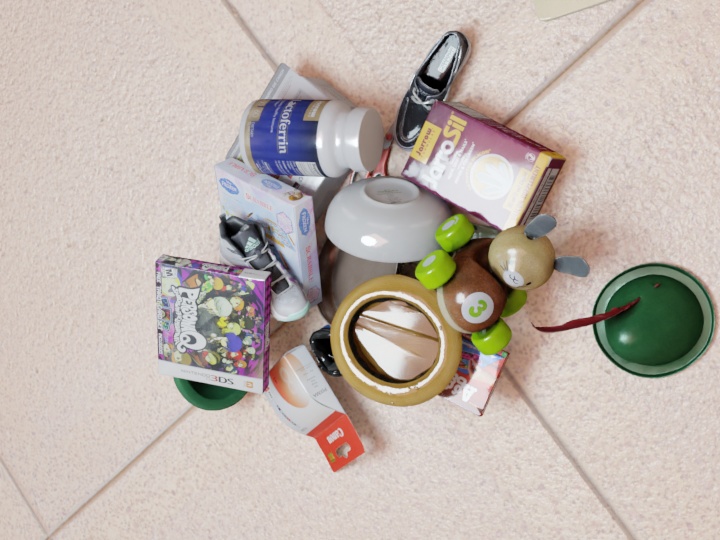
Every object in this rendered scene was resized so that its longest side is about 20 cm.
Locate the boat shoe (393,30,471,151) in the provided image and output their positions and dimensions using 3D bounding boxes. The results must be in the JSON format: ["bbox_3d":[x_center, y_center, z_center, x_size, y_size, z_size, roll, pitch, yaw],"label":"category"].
[{"bbox_3d":[0.105,-0.275,1.459,0.072,0.068,0.201,34,107,10],"label":"boat shoe"}]

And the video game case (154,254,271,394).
[{"bbox_3d":[-0.228,0.084,1.473,0.180,0.036,0.201,10,115,11],"label":"video game case"}]

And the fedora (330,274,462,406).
[{"bbox_3d":[0.057,0.103,1.401,0.199,0.082,0.202,-1,86,16],"label":"fedora"}]

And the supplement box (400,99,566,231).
[{"bbox_3d":[0.184,-0.155,1.418,0.199,0.103,0.132,30,107,20],"label":"supplement box"}]

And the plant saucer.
[{"bbox_3d":[0.000,0.000,1.518,0.200,0.032,0.201,-20,62,43],"label":"plant saucer"}]

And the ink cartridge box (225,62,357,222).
[{"bbox_3d":[-0.098,-0.209,1.554,0.175,0.084,0.200,41,110,17],"label":"ink cartridge box"}]

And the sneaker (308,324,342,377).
[{"bbox_3d":[0.006,0.151,1.526,0.199,0.111,0.077,34,108,18],"label":"sneaker"}]

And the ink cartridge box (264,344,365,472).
[{"bbox_3d":[-0.085,0.240,1.570,0.201,0.050,0.162,60,150,11],"label":"ink cartridge box"}]

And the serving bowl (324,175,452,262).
[{"bbox_3d":[0.045,-0.091,1.429,0.199,0.200,0.066,18,127,22],"label":"serving bowl"}]

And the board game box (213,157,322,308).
[{"bbox_3d":[-0.149,-0.060,1.541,0.199,0.041,0.200,28,136,36],"label":"board game box"}]

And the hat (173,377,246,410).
[{"bbox_3d":[-0.285,0.139,1.671,0.176,0.165,0.201,-2,60,53],"label":"hat"}]

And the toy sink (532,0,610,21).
[{"bbox_3d":[0.277,-0.471,1.338,0.130,0.112,0.201,-12,90,26],"label":"toy sink"}]

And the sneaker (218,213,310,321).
[{"bbox_3d":[-0.159,-0.016,1.466,0.200,0.078,0.140,36,150,28],"label":"sneaker"}]

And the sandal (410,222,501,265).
[{"bbox_3d":[0.149,-0.042,1.470,0.200,0.057,0.080,3,96,25],"label":"sandal"}]

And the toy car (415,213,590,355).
[{"bbox_3d":[0.209,-0.002,1.305,0.199,0.158,0.164,-23,116,43],"label":"toy car"}]

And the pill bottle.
[{"bbox_3d":[-0.073,-0.200,1.433,0.199,0.116,0.117,5,97,23],"label":"pill bottle"}]

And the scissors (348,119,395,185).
[{"bbox_3d":[0.035,-0.207,1.530,0.073,0.014,0.201,22,105,21],"label":"scissors"}]

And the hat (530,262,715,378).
[{"bbox_3d":[0.380,0.086,1.309,0.199,0.176,0.166,-32,82,24],"label":"hat"}]

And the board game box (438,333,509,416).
[{"bbox_3d":[0.114,0.129,1.430,0.199,0.019,0.103,25,94,22],"label":"board game box"}]
